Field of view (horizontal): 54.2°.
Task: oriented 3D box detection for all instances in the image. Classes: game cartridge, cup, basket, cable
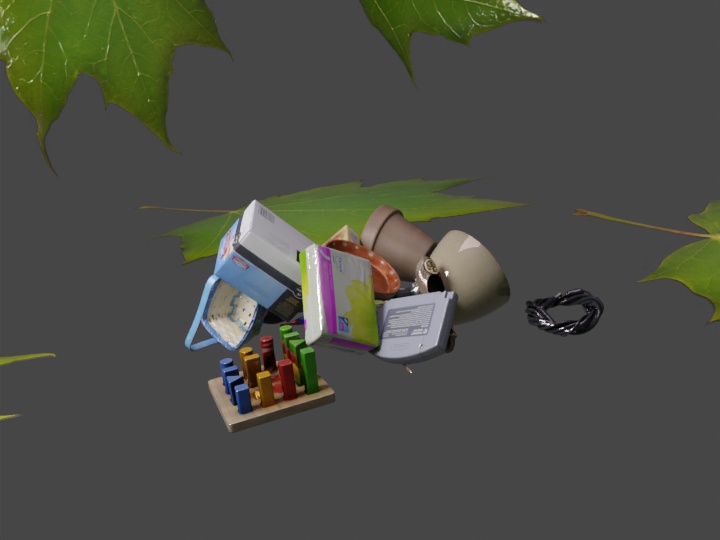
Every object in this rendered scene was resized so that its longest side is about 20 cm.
[{"bbox_3d":[0.098,0.114,1.359,0.041,0.136,0.198,29,-25,-33],"label":"game cartridge"},{"bbox_3d":[0.205,0.037,1.528,0.142,0.203,0.199,-38,27,-17],"label":"cup"},{"bbox_3d":[-0.283,0.080,1.522,0.138,0.179,0.198,36,23,26],"label":"basket"},{"bbox_3d":[0.428,0.084,1.485,0.159,0.052,0.200,-2,18,15],"label":"cable"}]

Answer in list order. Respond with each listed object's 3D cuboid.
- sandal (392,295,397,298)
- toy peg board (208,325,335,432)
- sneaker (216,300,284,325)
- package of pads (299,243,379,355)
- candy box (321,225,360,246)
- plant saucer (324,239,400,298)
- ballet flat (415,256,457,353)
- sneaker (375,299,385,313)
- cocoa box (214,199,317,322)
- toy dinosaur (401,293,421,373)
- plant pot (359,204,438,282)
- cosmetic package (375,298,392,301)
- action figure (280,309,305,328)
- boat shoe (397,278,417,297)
[{"bbox_3d":[0.012,0.054,1.706,0.048,0.077,0.199,-34,28,-26],"label":"sandal"},{"bbox_3d":[-0.173,0.185,1.296,0.195,0.100,0.199,-13,18,-20],"label":"toy peg board"},{"bbox_3d":[-0.252,0.088,1.684,0.195,0.073,0.083,-7,16,-3],"label":"sneaker"},{"bbox_3d":[-0.040,0.058,1.394,0.152,0.204,0.068,16,-34,-37],"label":"package of pads"},{"bbox_3d":[-0.053,-0.007,1.738,0.115,0.055,0.202,-38,32,24],"label":"candy box"},{"bbox_3d":[0.000,0.000,1.611,0.197,0.033,0.201,25,25,-13],"label":"plant saucer"},{"bbox_3d":[0.157,0.065,1.412,0.066,0.205,0.046,2,-21,-33],"label":"ballet flat"},{"bbox_3d":[0.005,0.125,1.505,0.197,0.075,0.081,-19,37,-32],"label":"sneaker"},{"bbox_3d":[-0.187,-0.018,1.471,0.131,0.199,0.135,-44,26,23],"label":"cocoa box"},{"bbox_3d":[0.090,0.127,1.424,0.059,0.107,0.203,21,59,-3],"label":"toy dinosaur"},{"bbox_3d":[0.107,-0.048,1.850,0.172,0.204,0.199,24,29,24],"label":"plant pot"},{"bbox_3d":[-0.021,0.064,1.568,0.197,0.051,0.083,2,38,-45],"label":"cosmetic package"},{"bbox_3d":[-0.083,0.099,1.602,0.195,0.067,0.099,-12,11,-14],"label":"action figure"},{"bbox_3d":[0.152,0.045,1.692,0.195,0.063,0.073,-2,17,13],"label":"boat shoe"}]
